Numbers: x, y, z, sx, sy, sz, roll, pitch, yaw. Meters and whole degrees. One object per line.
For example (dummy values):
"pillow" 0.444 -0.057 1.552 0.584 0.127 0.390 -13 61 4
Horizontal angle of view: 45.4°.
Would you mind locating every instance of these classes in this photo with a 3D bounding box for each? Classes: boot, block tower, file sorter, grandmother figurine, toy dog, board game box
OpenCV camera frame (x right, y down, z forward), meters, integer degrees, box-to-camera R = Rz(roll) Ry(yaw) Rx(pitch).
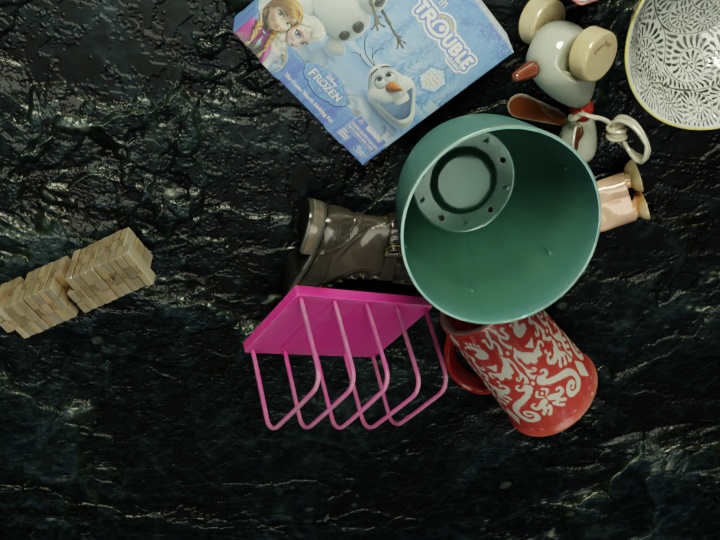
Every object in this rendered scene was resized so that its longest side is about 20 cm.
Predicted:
"boot" 0.000 0.000 1.028 0.172 0.070 0.201 8 132 -16
"block tower" -0.338 0.016 1.021 0.198 0.058 0.054 -21 130 15
"file sorter" -0.014 0.114 1.032 0.198 0.127 0.139 6 145 -35
"grandmother figurine" 0.231 -0.057 1.007 0.198 0.061 0.123 -16 103 13
"toy dog" 0.198 -0.170 0.868 0.096 0.132 0.201 -37 120 -11
"board game box" 0.014 -0.231 0.844 0.198 0.044 0.200 -35 125 21

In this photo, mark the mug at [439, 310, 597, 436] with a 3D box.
"mug" 0.180 0.110 1.098 0.176 0.134 0.200 -31 123 19

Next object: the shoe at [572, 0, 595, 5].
"shoe" 0.232 -0.331 0.743 0.071 0.092 0.201 18 127 -20

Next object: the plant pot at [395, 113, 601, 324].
"plant pot" 0.124 -0.071 0.895 0.198 0.161 0.203 -3 114 -8

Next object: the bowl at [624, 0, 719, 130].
"bowl" 0.337 -0.246 0.823 0.198 0.095 0.202 -3 131 -4
